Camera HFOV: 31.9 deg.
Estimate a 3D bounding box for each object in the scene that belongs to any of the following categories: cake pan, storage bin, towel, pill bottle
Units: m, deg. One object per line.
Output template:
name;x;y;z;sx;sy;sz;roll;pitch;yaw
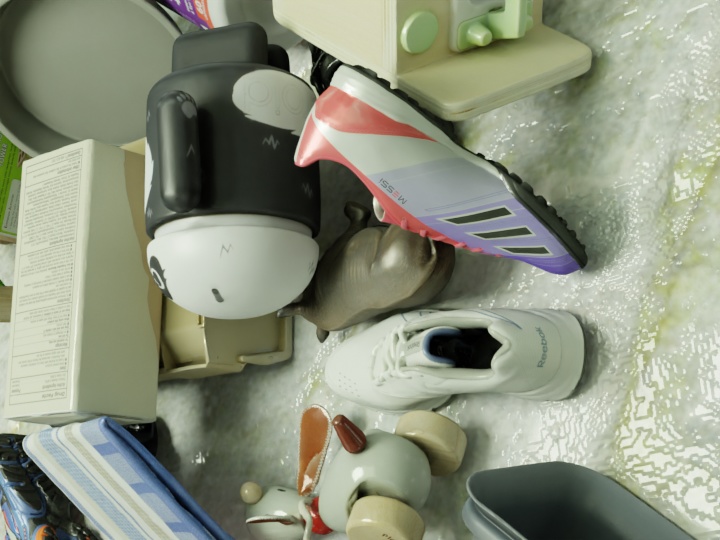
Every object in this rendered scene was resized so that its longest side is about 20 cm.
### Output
cake pan;-0.230;-0.168;1.076;0.200;0.200;0.037;-36;29;31
storage bin;-0.155;-0.006;1.022;0.199;0.093;0.200;-12;72;40
towel;-0.176;0.168;0.947;0.024;0.147;0.200;-48;14;-29
storage bin;0.127;0.217;0.686;0.200;0.145;0.135;33;113;42
pill bottle;-0.124;-0.260;1.042;0.200;0.111;0.112;35;104;42

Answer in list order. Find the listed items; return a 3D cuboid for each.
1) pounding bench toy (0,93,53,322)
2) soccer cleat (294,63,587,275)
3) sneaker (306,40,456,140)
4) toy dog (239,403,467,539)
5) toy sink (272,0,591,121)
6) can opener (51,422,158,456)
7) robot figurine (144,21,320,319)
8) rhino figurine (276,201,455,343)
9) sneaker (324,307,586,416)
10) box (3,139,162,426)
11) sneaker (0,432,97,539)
pounding bench toy;-0.355;-0.055;1.194;0.155;0.124;0.202;7;84;43
soccer cleat;0.052;-0.046;0.786;0.073;0.199;0.068;-55;13;2
sneaker;-0.002;-0.151;0.917;0.076;0.091;0.201;-44;53;21
toy dog;-0.026;0.143;0.850;0.199;0.096;0.132;-34;23;27
toy sink;0.046;-0.200;0.831;0.200;0.130;0.113;38;141;42
can opener;-0.240;0.132;1.085;0.199;0.063;0.079;27;99;43
robot figurine;-0.091;-0.067;0.877;0.125;0.149;0.202;-21;67;55
rhino figurine;0.000;0.000;0.886;0.200;0.060;0.088;-26;44;51
sneaker;0.047;0.052;0.826;0.199;0.087;0.075;-13;72;41
box;-0.205;0.014;0.945;0.095;0.077;0.202;-8;75;41
sneaker;-0.288;0.224;1.103;0.079;0.075;0.200;-52;49;25
